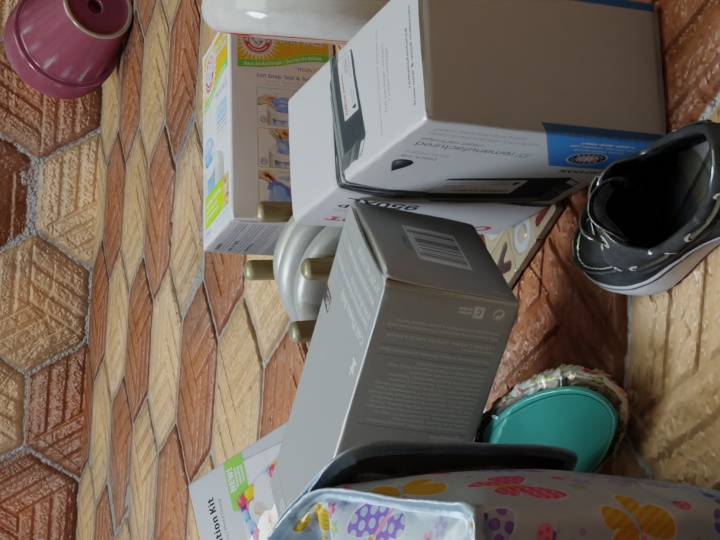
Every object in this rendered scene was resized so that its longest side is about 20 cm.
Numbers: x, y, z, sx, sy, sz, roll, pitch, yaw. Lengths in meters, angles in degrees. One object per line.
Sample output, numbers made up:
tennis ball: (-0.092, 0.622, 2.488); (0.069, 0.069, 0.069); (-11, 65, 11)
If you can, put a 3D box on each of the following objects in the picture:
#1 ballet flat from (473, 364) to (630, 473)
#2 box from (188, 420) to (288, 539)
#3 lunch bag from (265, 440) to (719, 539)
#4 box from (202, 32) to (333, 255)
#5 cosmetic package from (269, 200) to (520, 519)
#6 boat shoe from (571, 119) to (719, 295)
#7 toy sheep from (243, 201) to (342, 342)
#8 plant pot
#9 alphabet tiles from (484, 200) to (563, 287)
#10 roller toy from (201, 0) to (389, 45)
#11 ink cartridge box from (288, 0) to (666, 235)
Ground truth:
ballet flat: (0.096, 0.105, 0.853); (0.064, 0.075, 0.200); (-57, -2, -46)
box: (-0.033, 0.187, 1.081); (0.200, 0.041, 0.156); (-35, 59, 33)
lunch bag: (0.061, 0.148, 0.727); (0.200, 0.169, 0.128); (-6, 82, 60)
box: (-0.086, -0.124, 1.381); (0.112, 0.101, 0.201); (143, 128, -66)
cosmetic package: (0.015, 0.075, 0.856); (0.107, 0.090, 0.201); (-116, 41, -62)
boat shoe: (0.143, -0.030, 0.723); (0.200, 0.066, 0.070); (157, 115, -70)
toy sheep: (0.000, 0.000, 1.055); (0.200, 0.137, 0.138); (54, 138, 49)
plant pot: (-0.483, -0.416, 2.533); (0.179, 0.199, 0.201); (-28, 60, 50)
alphabet tiles: (0.092, -0.091, 0.984); (0.167, 0.008, 0.201); (117, 151, -51)
roller toy: (-0.020, -0.235, 1.073); (0.182, 0.199, 0.140); (13, 101, 48)
ink cartridge box: (0.058, -0.086, 0.848); (0.200, 0.144, 0.085); (149, 121, -64)
